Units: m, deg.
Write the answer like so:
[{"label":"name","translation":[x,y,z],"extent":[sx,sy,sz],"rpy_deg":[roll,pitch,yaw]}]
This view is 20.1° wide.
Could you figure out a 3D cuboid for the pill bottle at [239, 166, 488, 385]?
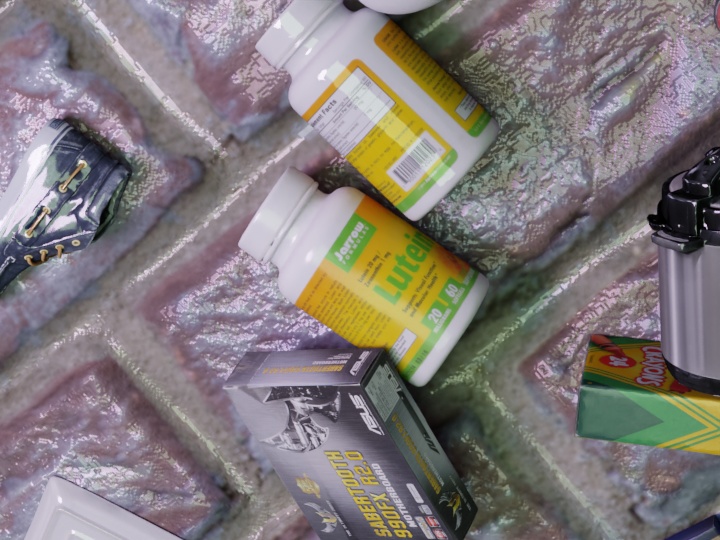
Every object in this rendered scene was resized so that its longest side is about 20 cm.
[{"label":"pill bottle","translation":[0.000,0.000,1.743],"extent":[0.199,0.111,0.111],"rpy_deg":[34,111,-1]}]

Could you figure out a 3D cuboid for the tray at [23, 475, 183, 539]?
[{"label":"tray","translation":[-0.227,0.285,1.937],"extent":[0.199,0.022,0.108],"rpy_deg":[27,112,2]}]

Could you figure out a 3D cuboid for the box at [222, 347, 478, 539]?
[{"label":"box","translation":[-0.008,0.156,1.774],"extent":[0.157,0.048,0.201],"rpy_deg":[-4,129,37]}]

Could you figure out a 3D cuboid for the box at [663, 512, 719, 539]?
[{"label":"box","translation":[0.291,0.301,1.833],"extent":[0.199,0.032,0.122],"rpy_deg":[-30,99,18]}]

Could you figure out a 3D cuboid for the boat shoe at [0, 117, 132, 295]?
[{"label":"boat shoe","translation":[-0.284,-0.030,1.819],"extent":[0.091,0.071,0.201],"rpy_deg":[33,109,4]}]

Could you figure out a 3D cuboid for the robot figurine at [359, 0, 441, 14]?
[{"label":"robot figurine","translation":[0.019,-0.308,1.645],"extent":[0.124,0.150,0.201],"rpy_deg":[-28,100,-4]}]

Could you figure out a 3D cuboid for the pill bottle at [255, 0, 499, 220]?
[{"label":"pill bottle","translation":[0.011,-0.148,1.702],"extent":[0.200,0.111,0.111],"rpy_deg":[43,110,-4]}]

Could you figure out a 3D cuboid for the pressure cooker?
[{"label":"pressure cooker","translation":[0.323,-0.012,1.649],"extent":[0.177,0.176,0.202],"rpy_deg":[0,107,15]}]

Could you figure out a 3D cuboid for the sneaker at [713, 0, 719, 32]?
[{"label":"sneaker","translation":[0.372,-0.167,1.630],"extent":[0.199,0.098,0.071],"rpy_deg":[31,113,2]}]

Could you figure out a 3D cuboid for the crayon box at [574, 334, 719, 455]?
[{"label":"crayon box","translation":[0.286,0.108,1.721],"extent":[0.198,0.127,0.051],"rpy_deg":[7,109,8]}]
